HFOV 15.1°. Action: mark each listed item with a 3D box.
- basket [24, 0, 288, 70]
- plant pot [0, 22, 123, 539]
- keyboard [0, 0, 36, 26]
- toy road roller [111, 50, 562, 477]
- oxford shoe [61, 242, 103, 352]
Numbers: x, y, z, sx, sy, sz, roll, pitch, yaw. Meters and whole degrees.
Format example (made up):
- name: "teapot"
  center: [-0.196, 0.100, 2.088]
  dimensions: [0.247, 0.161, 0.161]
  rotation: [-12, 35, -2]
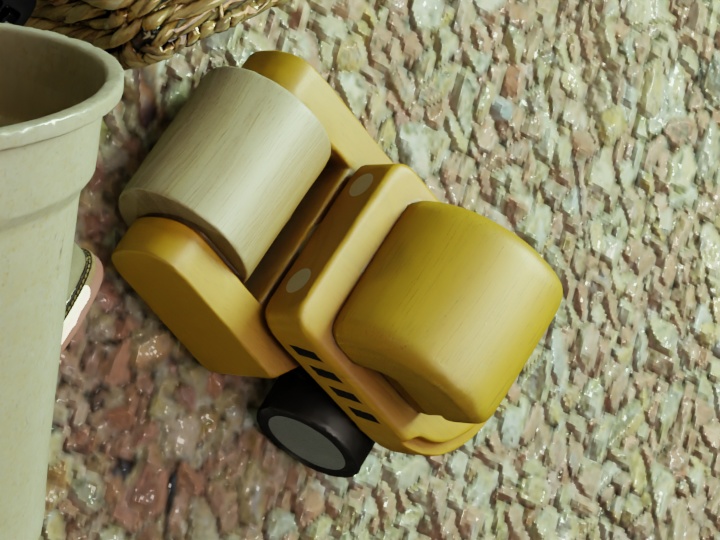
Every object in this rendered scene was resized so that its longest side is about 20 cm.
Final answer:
- name: "basket"
  center: [-0.074, -0.190, 1.183]
  dimensions: [0.200, 0.142, 0.150]
  rotation: [-32, 111, -35]
- name: "plant pot"
  center: [-0.186, 0.017, 1.006]
  dimensions: [0.200, 0.200, 0.185]
  rotation: [-14, 113, -39]
- name: "keyboard"
  center: [-0.229, -0.119, 1.088]
  dimensions: [0.200, 0.040, 0.104]
  rotation: [33, 108, -34]
- name: "toy road roller"
  center: [0.000, 0.000, 1.245]
  dimensions: [0.200, 0.146, 0.123]
  rotation: [48, 62, -29]
- name: "oxford shoe"
  center: [-0.191, 0.035, 1.136]
  dimensions: [0.200, 0.070, 0.075]
  rotation: [-42, 113, -32]
